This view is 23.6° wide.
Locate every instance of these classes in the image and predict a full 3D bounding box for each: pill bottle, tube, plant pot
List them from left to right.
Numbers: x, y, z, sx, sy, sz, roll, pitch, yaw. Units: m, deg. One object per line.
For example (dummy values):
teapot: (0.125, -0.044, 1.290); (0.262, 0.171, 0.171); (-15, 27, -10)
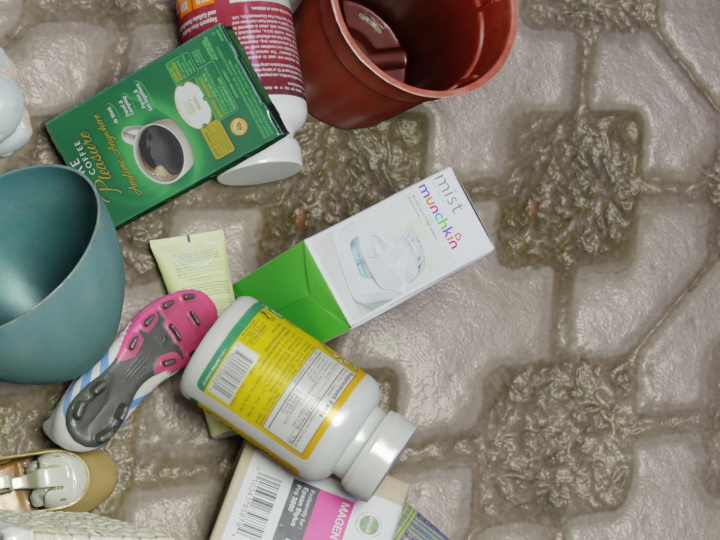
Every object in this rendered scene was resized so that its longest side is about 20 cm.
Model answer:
plant pot: (-0.289, 0.024, 1.530); (0.200, 0.200, 0.135); (-55, 137, -25)
tube: (-0.142, 0.059, 1.654); (0.058, 0.052, 0.200); (7, 65, -66)
pill bottle: (-0.114, -0.190, 1.689); (0.113, 0.113, 0.200); (-5, 79, -26)
pill bottle: (-0.053, 0.120, 1.561); (0.200, 0.113, 0.113); (34, 64, 6)
plant pot: (0.022, -0.239, 1.718); (0.201, 0.195, 0.201); (6, 75, -24)

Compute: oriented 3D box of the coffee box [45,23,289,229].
coffee box: (-0.182, -0.132, 1.619); (0.200, 0.044, 0.123); (-29, 90, 12)

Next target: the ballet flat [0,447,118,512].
ballet flat: (-0.304, 0.194, 1.532); (0.200, 0.063, 0.069); (-7, 78, -26)

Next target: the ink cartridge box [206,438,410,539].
ink cartridge box: (-0.062, 0.264, 1.596); (0.165, 0.075, 0.200); (21, 63, -3)

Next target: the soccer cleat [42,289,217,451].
soccer cleat: (-0.216, 0.088, 1.589); (0.200, 0.086, 0.070); (-46, 109, -32)

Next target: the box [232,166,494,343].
box: (0.000, 0.000, 1.646); (0.176, 0.200, 0.097); (-29, 90, -27)

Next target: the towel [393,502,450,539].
towel: (0.020, 0.291, 1.659); (0.200, 0.023, 0.144); (37, 63, 2)

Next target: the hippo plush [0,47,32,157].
hippo plush: (-0.374, -0.168, 1.534); (0.200, 0.161, 0.159); (21, 70, -19)

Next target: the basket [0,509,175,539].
basket: (-0.268, 0.301, 1.430); (0.161, 0.200, 0.198); (7, 86, -36)
